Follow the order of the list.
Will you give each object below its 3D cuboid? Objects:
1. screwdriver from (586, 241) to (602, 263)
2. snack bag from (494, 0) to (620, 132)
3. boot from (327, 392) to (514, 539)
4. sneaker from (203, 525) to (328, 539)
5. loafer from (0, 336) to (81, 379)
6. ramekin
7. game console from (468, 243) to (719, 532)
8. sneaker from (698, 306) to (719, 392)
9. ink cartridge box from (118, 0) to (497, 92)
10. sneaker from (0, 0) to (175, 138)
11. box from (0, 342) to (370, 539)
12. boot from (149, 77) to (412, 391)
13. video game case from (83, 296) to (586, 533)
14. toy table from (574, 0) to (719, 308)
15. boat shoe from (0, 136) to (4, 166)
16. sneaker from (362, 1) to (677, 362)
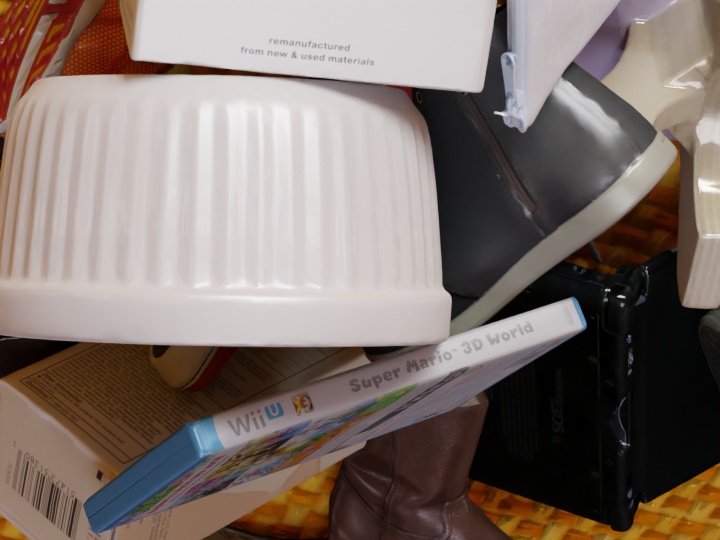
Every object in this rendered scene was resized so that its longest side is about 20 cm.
[{"bbox_3d":[0.091,-0.065,1.188,0.029,0.028,0.200,-23,135,19],"label":"screwdriver"},{"bbox_3d":[0.108,-0.181,0.933,0.021,0.200,0.189,22,141,23],"label":"snack bag"},{"bbox_3d":[0.062,0.120,1.291,0.185,0.064,0.201,18,136,13],"label":"boot"},{"bbox_3d":[-0.065,0.226,1.409,0.201,0.077,0.147,6,130,-11],"label":"sneaker"},{"bbox_3d":[-0.177,0.022,1.142,0.073,0.071,0.200,-45,134,-5],"label":"loafer"},{"bbox_3d":[-0.060,-0.025,0.978,0.199,0.200,0.106,1,90,-6],"label":"ramekin"},{"bbox_3d":[0.138,0.036,1.281,0.175,0.117,0.201,17,141,21],"label":"game console"},{"bbox_3d":[0.255,0.063,1.266,0.114,0.076,0.200,-32,137,-7],"label":"sneaker"},{"bbox_3d":[-0.017,-0.193,0.934,0.144,0.147,0.201,4,111,-11],"label":"ink cartridge box"},{"bbox_3d":[-0.103,-0.134,1.086,0.077,0.073,0.200,14,133,-44],"label":"sneaker"},{"bbox_3d":[-0.084,0.072,1.174,0.199,0.095,0.078,-24,139,-44],"label":"box"},{"bbox_3d":[0.000,0.000,1.138,0.144,0.072,0.200,38,83,-20],"label":"boot"},{"bbox_3d":[-0.013,0.065,1.043,0.199,0.018,0.143,-17,170,-30],"label":"video game case"},{"bbox_3d":[0.173,-0.087,1.109,0.199,0.118,0.185,-6,133,3],"label":"toy table"},{"bbox_3d":[-0.111,-0.035,1.165,0.199,0.071,0.072,7,132,-11],"label":"boat shoe"},{"bbox_3d":[0.044,-0.039,1.054,0.106,0.075,0.200,47,131,-3],"label":"sneaker"}]
